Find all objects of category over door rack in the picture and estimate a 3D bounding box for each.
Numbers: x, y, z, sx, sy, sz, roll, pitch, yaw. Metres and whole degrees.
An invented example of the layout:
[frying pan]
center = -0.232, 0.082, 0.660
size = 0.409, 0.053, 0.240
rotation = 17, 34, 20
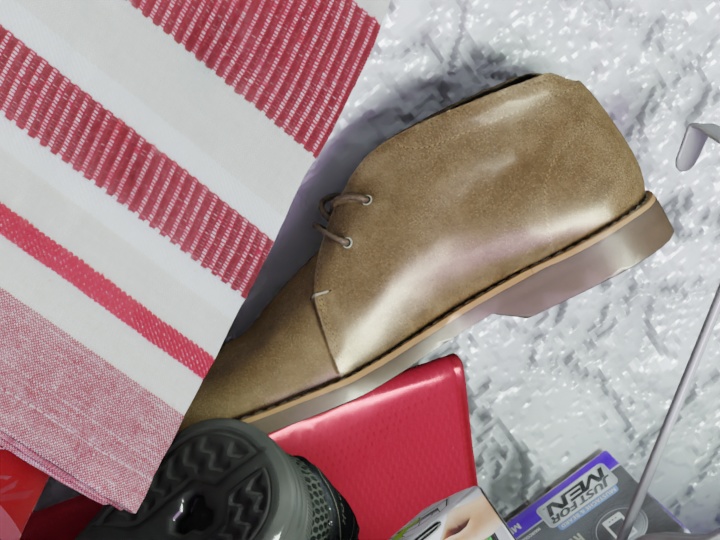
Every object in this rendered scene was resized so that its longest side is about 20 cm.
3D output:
[over door rack]
center = 0.162, 0.049, 1.016
size = 0.148, 0.067, 0.200
rotation = -2, 107, -47

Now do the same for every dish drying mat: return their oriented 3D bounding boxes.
[dish drying mat]
center = -0.050, 0.092, 0.982
size = 0.200, 0.018, 0.077
rotation = -21, 120, -22

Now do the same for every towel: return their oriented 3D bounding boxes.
[towel]
center = -0.074, -0.045, 0.850
size = 0.144, 0.023, 0.200
rotation = 39, 72, -41

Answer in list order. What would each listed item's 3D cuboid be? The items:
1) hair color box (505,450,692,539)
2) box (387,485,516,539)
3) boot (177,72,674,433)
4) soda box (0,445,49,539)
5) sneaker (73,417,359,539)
[hair color box]
center = 0.101, 0.176, 1.119
size = 0.109, 0.065, 0.200
rotation = -35, 133, -7
[box]
center = 0.050, 0.178, 0.873
size = 0.110, 0.035, 0.200
rotation = -35, 91, -34
[boot]
center = 0.000, 0.000, 0.956
size = 0.200, 0.074, 0.076
rotation = -28, 101, -5
[soda box]
center = -0.188, 0.032, 0.851
size = 0.200, 0.070, 0.063
rotation = 14, 110, -36
[sneaker]
center = -0.078, 0.134, 0.923
size = 0.199, 0.076, 0.114
rotation = -41, 147, 9
